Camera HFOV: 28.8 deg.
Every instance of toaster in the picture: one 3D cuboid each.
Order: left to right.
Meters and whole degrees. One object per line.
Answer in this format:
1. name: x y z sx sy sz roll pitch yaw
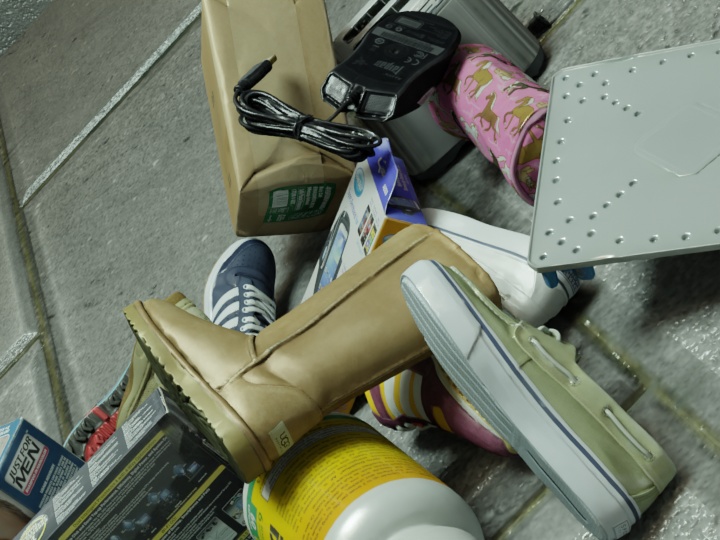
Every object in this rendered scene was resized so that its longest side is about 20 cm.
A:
1. toaster: 0.066 -0.190 1.234 0.200 0.129 0.114 -45 28 6

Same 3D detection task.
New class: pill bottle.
1. pill bottle: 0.009 0.169 0.868 0.113 0.113 0.200 -50 28 -5

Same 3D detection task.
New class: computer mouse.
1. computer mouse: -0.012 -0.148 1.112 0.139 0.046 0.200 18 45 20

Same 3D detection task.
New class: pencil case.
1. pencil case: 0.119 -0.116 1.105 0.083 0.086 0.200 -69 23 16

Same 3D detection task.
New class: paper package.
1. paper package: -0.076 -0.138 1.232 0.103 0.192 0.200 -10 -9 -9

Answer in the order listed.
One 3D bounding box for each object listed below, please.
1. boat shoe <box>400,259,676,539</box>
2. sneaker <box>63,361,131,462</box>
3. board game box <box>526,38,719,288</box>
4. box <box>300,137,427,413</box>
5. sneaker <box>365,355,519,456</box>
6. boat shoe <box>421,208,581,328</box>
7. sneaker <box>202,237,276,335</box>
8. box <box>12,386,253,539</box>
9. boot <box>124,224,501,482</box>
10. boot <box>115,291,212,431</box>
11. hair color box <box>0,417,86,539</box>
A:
1. boat shoe: 0.102 0.067 0.828 0.062 0.200 0.072 -37 -13 -12
2. sneaker: -0.204 0.120 1.269 0.200 0.079 0.095 -43 9 -23
3. board game box: 0.216 -0.077 0.910 0.198 0.026 0.201 -8 43 22
4. box: 0.000 0.000 1.092 0.119 0.041 0.201 -105 36 -59
5. sneaker: 0.056 0.084 0.971 0.200 0.074 0.091 46 132 48
6. boat shoe: 0.075 0.003 1.030 0.065 0.074 0.200 -50 26 -15
7. sneaker: -0.094 0.052 1.214 0.108 0.070 0.201 -21 44 49
8. box: -0.151 0.207 0.999 0.200 0.161 0.049 -47 27 3
9. boot: -0.035 0.032 0.927 0.199 0.066 0.175 -35 52 -16
10. boot: -0.109 0.125 1.099 0.073 0.155 0.201 -45 -18 -42
11. hair color box: -0.218 0.199 1.064 0.100 0.200 0.061 -22 36 40
